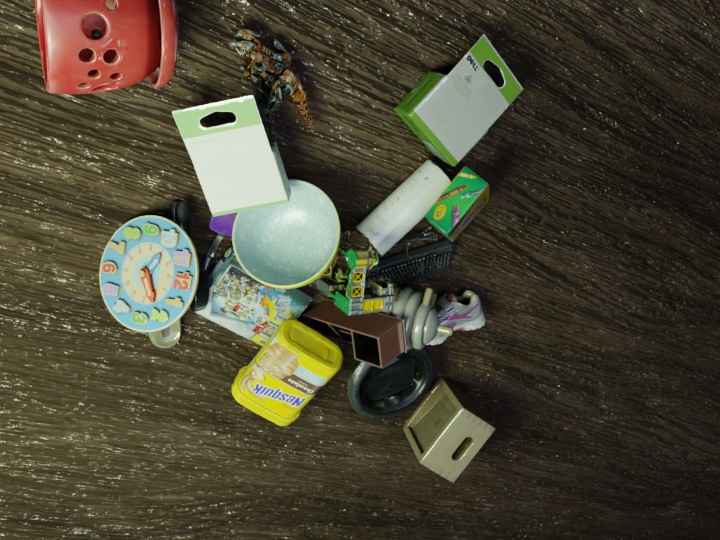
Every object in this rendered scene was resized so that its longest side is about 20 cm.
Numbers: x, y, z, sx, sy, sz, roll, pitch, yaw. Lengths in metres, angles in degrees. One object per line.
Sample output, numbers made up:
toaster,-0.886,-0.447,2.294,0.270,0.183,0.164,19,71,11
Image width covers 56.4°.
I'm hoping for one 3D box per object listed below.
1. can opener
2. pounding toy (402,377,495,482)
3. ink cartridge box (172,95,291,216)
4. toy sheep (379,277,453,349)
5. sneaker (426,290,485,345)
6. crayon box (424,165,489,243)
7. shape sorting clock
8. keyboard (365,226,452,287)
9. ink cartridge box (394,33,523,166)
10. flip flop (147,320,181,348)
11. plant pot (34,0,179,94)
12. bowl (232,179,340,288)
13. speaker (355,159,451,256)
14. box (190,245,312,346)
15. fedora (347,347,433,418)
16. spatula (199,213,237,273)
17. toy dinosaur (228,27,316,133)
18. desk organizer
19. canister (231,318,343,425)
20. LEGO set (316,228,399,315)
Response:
can opener,-0.321,-0.024,1.197,0.078,0.063,0.201,-10,96,-50
pounding toy,0.197,0.382,1.543,0.142,0.184,0.200,34,97,-18
ink cartridge box,-0.213,-0.196,1.138,0.145,0.048,0.201,-9,123,9
toy sheep,0.091,0.094,1.354,0.138,0.199,0.139,13,90,-68
sneaker,0.179,0.095,1.459,0.199,0.081,0.089,-19,117,-23
crayon box,0.191,-0.123,1.302,0.058,0.200,0.119,40,96,10
shape sorting clock,-0.366,0.005,1.153,0.199,0.039,0.201,-1,87,14
keyboard,0.099,-0.022,1.388,0.199,0.021,0.128,-18,132,-14
ink cartridge box,0.189,-0.324,1.276,0.200,0.076,0.148,-47,120,2
flip flop,-0.370,0.056,1.227,0.081,0.058,0.201,-11,112,-17
plant pot,-0.369,-0.361,0.972,0.182,0.200,0.202,-9,116,-27
bowl,-0.125,-0.054,1.236,0.200,0.200,0.108,-37,163,-3
speaker,0.086,-0.122,1.320,0.200,0.081,0.081,-43,121,0
box,-0.208,0.058,1.295,0.200,0.038,0.137,34,96,-36
fedora,0.054,0.221,1.451,0.199,0.092,0.202,-10,115,-21
spatula,-0.274,-0.036,1.248,0.056,0.021,0.201,18,105,-26
toy dinosaur,-0.149,-0.312,1.142,0.200,0.102,0.136,39,78,-9
desk organizer,-0.014,0.120,1.310,0.077,0.199,0.072,-30,122,-43
canister,-0.143,0.199,1.310,0.148,0.087,0.200,32,125,-12
LEGO set,0.000,0.000,1.282,0.115,0.200,0.155,-4,101,-28
